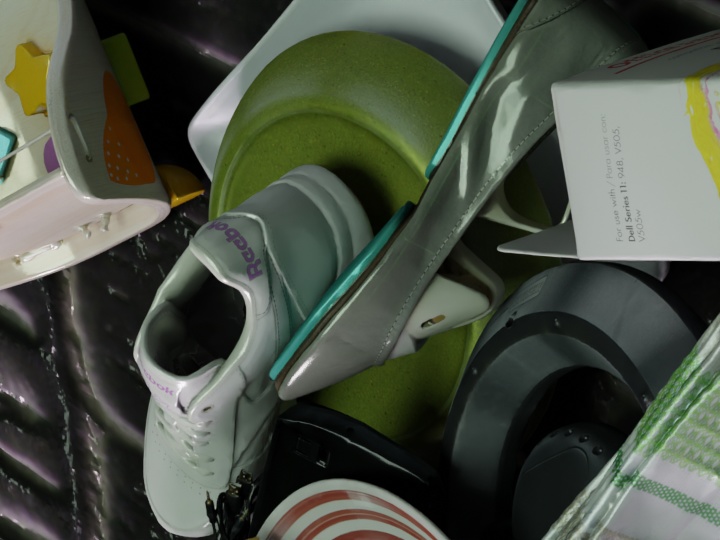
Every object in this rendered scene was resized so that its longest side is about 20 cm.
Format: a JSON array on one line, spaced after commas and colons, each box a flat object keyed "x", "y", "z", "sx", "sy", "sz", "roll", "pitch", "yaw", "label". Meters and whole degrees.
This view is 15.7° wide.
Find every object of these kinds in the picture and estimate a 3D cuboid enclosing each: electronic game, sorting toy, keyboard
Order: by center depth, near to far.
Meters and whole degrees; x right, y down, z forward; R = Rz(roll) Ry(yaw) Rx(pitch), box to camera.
[{"x": 0.088, "y": 0.096, "z": 0.973, "sx": 0.200, "sy": 0.042, "sz": 0.200, "roll": 5, "pitch": 96, "yaw": 59, "label": "electronic game"}, {"x": -0.019, "y": 0.123, "z": 1.097, "sx": 0.104, "sy": 0.040, "sz": 0.200, "roll": 27, "pitch": 134, "yaw": 13, "label": "keyboard"}, {"x": -0.168, "y": -0.094, "z": 1.238, "sx": 0.200, "sy": 0.107, "sz": 0.180, "roll": -23, "pitch": 81, "yaw": 48, "label": "sorting toy"}]

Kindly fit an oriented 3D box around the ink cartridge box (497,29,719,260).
[{"x": 0.150, "y": -0.048, "z": 0.909, "sx": 0.200, "sy": 0.117, "sz": 0.067, "roll": 0, "pitch": 104, "yaw": 45, "label": "ink cartridge box"}]

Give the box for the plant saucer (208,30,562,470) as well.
[{"x": 0.000, "y": 0.000, "z": 1.097, "sx": 0.200, "sy": 0.031, "sz": 0.200, "roll": 20, "pitch": 119, "yaw": 40, "label": "plant saucer"}]

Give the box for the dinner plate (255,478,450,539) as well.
[{"x": 0.015, "y": 0.179, "z": 1.027, "sx": 0.200, "sy": 0.024, "sz": 0.200, "roll": 22, "pitch": 118, "yaw": 49, "label": "dinner plate"}]

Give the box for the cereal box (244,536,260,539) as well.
[{"x": -0.033, "y": 0.228, "z": 1.053, "sx": 0.200, "sy": 0.039, "sz": 0.144, "roll": 59, "pitch": 140, "yaw": 25, "label": "cereal box"}]

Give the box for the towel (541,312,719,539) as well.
[{"x": 0.146, "y": 0.095, "z": 0.855, "sx": 0.149, "sy": 0.031, "sz": 0.200, "roll": 30, "pitch": 113, "yaw": -12, "label": "towel"}]

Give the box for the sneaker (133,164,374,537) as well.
[{"x": -0.067, "y": 0.041, "z": 1.086, "sx": 0.075, "sy": 0.100, "sz": 0.200, "roll": 42, "pitch": 133, "yaw": 23, "label": "sneaker"}]

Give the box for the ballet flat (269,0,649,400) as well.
[{"x": 0.041, "y": -0.018, "z": 0.998, "sx": 0.064, "sy": 0.067, "sz": 0.200, "roll": 35, "pitch": 103, "yaw": 2, "label": "ballet flat"}]

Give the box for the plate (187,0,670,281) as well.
[{"x": 0.029, "y": -0.035, "z": 1.100, "sx": 0.200, "sy": 0.032, "sz": 0.200, "roll": 57, "pitch": 136, "yaw": 13, "label": "plate"}]
